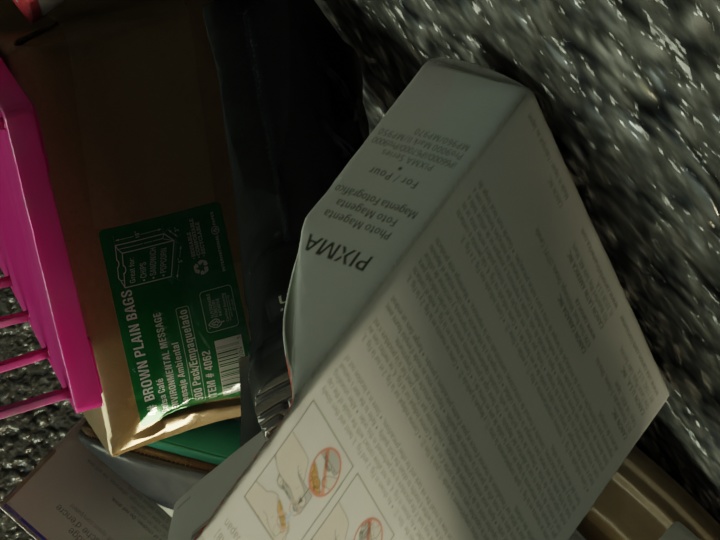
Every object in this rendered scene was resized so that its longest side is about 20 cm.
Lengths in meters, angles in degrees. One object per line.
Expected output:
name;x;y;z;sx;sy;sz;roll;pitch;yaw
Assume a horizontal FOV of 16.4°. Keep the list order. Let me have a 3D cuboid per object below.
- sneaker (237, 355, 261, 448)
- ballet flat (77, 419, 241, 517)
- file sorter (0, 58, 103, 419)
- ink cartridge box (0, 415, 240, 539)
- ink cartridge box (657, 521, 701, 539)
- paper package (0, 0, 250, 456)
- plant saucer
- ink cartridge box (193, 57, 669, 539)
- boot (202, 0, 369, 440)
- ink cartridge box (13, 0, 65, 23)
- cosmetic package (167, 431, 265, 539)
sneaker;0.027;0.093;1.131;0.200;0.107;0.075;11;163;-44
ballet flat;-0.041;0.108;1.232;0.073;0.199;0.073;-176;90;-77
file sorter;-0.207;-0.022;1.108;0.200;0.125;0.139;-132;29;-63
ink cartridge box;-0.059;0.128;1.287;0.198;0.200;0.043;41;140;2
ink cartridge box;0.164;0.198;0.861;0.200;0.084;0.146;38;166;25
paper package;-0.110;-0.037;1.193;0.191;0.103;0.201;-140;37;-72
plant saucer;0.094;0.108;1.028;0.200;0.029;0.200;41;165;14
ink cartridge box;0.013;0.058;0.810;0.057;0.200;0.163;22;153;40
boot;-0.011;0.010;0.941;0.165;0.065;0.200;76;180;-46
ink cartridge box;-0.171;-0.221;1.054;0.200;0.086;0.148;50;172;9
cosmetic package;0.016;0.162;1.005;0.200;0.085;0.108;36;-146;-22
